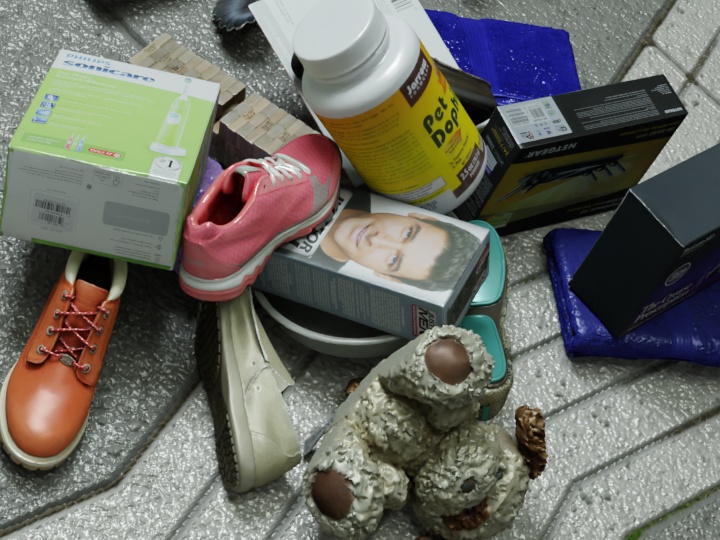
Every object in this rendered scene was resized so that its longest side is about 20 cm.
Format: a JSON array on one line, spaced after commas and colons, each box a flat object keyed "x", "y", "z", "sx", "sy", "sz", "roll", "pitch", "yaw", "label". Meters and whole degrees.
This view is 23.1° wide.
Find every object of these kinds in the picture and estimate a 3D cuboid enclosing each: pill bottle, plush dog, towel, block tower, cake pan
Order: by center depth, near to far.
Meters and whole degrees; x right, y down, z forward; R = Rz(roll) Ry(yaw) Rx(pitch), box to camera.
[{"x": 0.061, "y": 0.158, "z": 1.474, "sx": 0.172, "sy": 0.160, "sz": 0.200, "roll": 41, "pitch": 88, "yaw": -8, "label": "plush dog"}, {"x": 0.023, "y": -0.141, "z": 1.504, "sx": 0.200, "sy": 0.109, "sz": 0.110, "roll": 52, "pitch": 37, "yaw": -41, "label": "pill bottle"}, {"x": 0.000, "y": 0.000, "z": 1.566, "sx": 0.199, "sy": 0.037, "sz": 0.201, "roll": -2, "pitch": 47, "yaw": 2, "label": "cake pan"}, {"x": -0.123, "y": -0.138, "z": 1.619, "sx": 0.200, "sy": 0.058, "sz": 0.054, "roll": 35, "pitch": 54, "yaw": 17, "label": "block tower"}, {"x": 0.277, "y": 0.031, "z": 1.692, "sx": 0.199, "sy": 0.050, "sz": 0.148, "roll": 7, "pitch": 48, "yaw": -17, "label": "towel"}, {"x": 0.130, "y": -0.201, "z": 1.778, "sx": 0.199, "sy": 0.050, "sz": 0.148, "roll": 6, "pitch": 56, "yaw": -18, "label": "towel"}]

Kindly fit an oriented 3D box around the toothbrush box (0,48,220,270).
[{"x": -0.205, "y": -0.096, "z": 1.468, "sx": 0.145, "sy": 0.086, "sz": 0.200, "roll": 11, "pitch": 31, "yaw": -3, "label": "toothbrush box"}]

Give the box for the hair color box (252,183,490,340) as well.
[{"x": 0.001, "y": -0.012, "z": 1.510, "sx": 0.199, "sy": 0.061, "sz": 0.099, "roll": 18, "pitch": 51, "yaw": 19, "label": "hair color box"}]

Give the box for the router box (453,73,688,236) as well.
[{"x": 0.192, "y": -0.105, "z": 1.678, "sx": 0.199, "sy": 0.157, "sz": 0.052, "roll": -14, "pitch": 63, "yaw": -28, "label": "router box"}]

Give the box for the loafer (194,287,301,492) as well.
[{"x": -0.093, "y": 0.090, "z": 1.488, "sx": 0.068, "sy": 0.076, "sz": 0.201, "roll": 0, "pitch": 66, "yaw": -23, "label": "loafer"}]

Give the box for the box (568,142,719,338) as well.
[{"x": 0.306, "y": -0.038, "z": 1.632, "sx": 0.199, "sy": 0.141, "sz": 0.079, "roll": -26, "pitch": 63, "yaw": -36, "label": "box"}]

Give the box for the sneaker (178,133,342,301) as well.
[{"x": -0.078, "y": -0.061, "z": 1.460, "sx": 0.073, "sy": 0.087, "sz": 0.200, "roll": 23, "pitch": 52, "yaw": 24, "label": "sneaker"}]

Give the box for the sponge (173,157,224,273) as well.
[{"x": -0.186, "y": -0.077, "z": 1.570, "sx": 0.200, "sy": 0.030, "sz": 0.112, "roll": 35, "pitch": 50, "yaw": 18, "label": "sponge"}]

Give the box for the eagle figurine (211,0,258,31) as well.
[{"x": -0.047, "y": -0.294, "z": 1.754, "sx": 0.151, "sy": 0.151, "sz": 0.201, "roll": 11, "pitch": 79, "yaw": 35, "label": "eagle figurine"}]

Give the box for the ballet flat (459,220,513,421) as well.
[{"x": 0.102, "y": 0.050, "z": 1.589, "sx": 0.067, "sy": 0.076, "sz": 0.201, "roll": 0, "pitch": 50, "yaw": -2, "label": "ballet flat"}]

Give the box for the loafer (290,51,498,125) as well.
[{"x": 0.037, "y": -0.187, "z": 1.597, "sx": 0.199, "sy": 0.073, "sz": 0.072, "roll": 18, "pitch": 64, "yaw": -20, "label": "loafer"}]

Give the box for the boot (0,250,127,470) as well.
[{"x": -0.238, "y": 0.060, "z": 1.427, "sx": 0.075, "sy": 0.107, "sz": 0.201, "roll": 19, "pitch": 54, "yaw": -10, "label": "boot"}]

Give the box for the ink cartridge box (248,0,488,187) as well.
[{"x": 0.004, "y": -0.185, "z": 1.649, "sx": 0.173, "sy": 0.044, "sz": 0.201, "roll": -28, "pitch": 84, "yaw": -31, "label": "ink cartridge box"}]
